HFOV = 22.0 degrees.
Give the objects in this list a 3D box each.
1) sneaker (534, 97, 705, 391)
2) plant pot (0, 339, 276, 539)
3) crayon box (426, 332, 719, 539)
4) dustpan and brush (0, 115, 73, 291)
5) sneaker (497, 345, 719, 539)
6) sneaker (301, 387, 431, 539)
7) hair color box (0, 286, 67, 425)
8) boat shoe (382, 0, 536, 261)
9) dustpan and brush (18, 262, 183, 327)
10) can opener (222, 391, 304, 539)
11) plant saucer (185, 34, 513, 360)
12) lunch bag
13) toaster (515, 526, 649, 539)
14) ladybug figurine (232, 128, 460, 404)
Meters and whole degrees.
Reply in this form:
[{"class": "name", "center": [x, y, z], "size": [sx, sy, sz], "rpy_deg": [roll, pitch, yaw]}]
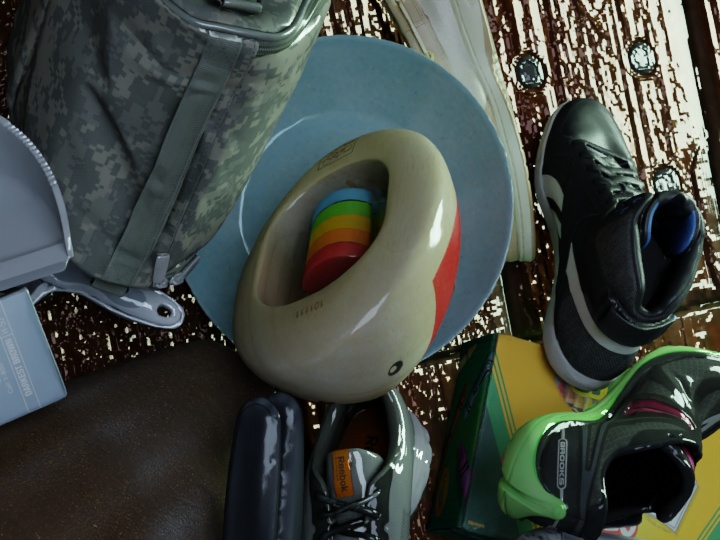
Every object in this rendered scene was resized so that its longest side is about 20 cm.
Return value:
[{"class": "sneaker", "center": [0.161, -0.038, 1.098], "size": [0.072, 0.112, 0.202], "rpy_deg": [15, 56, -21]}, {"class": "plant pot", "center": [-0.130, 0.128, 0.971], "size": [0.200, 0.187, 0.188], "rpy_deg": [-39, 96, -33]}, {"class": "crayon box", "center": [0.148, 0.122, 1.126], "size": [0.198, 0.058, 0.120], "rpy_deg": [16, 76, -17]}, {"class": "dustpan and brush", "center": [-0.230, -0.060, 0.947], "size": [0.138, 0.201, 0.058], "rpy_deg": [-17, 128, -7]}, {"class": "sneaker", "center": [0.159, 0.104, 1.033], "size": [0.199, 0.083, 0.077], "rpy_deg": [-25, 133, -42]}, {"class": "sneaker", "center": [-0.006, 0.144, 0.964], "size": [0.073, 0.080, 0.202], "rpy_deg": [-3, 56, 11]}, {"class": "hair color box", "center": [-0.254, 0.070, 0.902], "size": [0.199, 0.099, 0.061], "rpy_deg": [-24, 100, -20]}, {"class": "boat shoe", "center": [0.056, -0.097, 1.125], "size": [0.069, 0.074, 0.202], "rpy_deg": [-16, 92, 2]}, {"class": "dustpan and brush", "center": [-0.192, -0.009, 1.009], "size": [0.199, 0.057, 0.141], "rpy_deg": [24, 75, -15]}, {"class": "can opener", "center": [-0.048, 0.161, 0.916], "size": [0.078, 0.063, 0.202], "rpy_deg": [1, 86, 11]}, {"class": "plant saucer", "center": [-0.010, -0.035, 1.081], "size": [0.199, 0.039, 0.203], "rpy_deg": [0, 81, 2]}, {"class": "lunch bag", "center": [-0.102, -0.107, 0.955], "size": [0.138, 0.201, 0.169], "rpy_deg": [12, 43, -20]}, {"class": "toaster", "center": [0.134, 0.217, 1.051], "size": [0.128, 0.200, 0.115], "rpy_deg": [14, 66, -3]}, {"class": "ladybug figurine", "center": [0.000, 0.000, 0.983], "size": [0.072, 0.135, 0.201], "rpy_deg": [50, 29, -26]}]
